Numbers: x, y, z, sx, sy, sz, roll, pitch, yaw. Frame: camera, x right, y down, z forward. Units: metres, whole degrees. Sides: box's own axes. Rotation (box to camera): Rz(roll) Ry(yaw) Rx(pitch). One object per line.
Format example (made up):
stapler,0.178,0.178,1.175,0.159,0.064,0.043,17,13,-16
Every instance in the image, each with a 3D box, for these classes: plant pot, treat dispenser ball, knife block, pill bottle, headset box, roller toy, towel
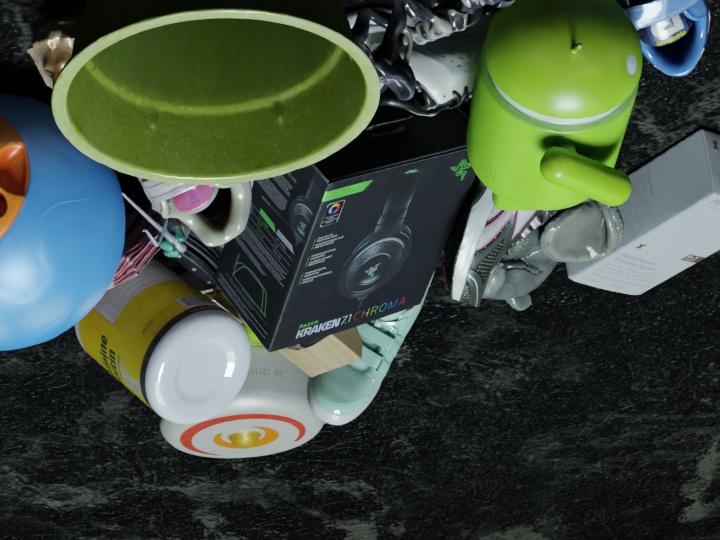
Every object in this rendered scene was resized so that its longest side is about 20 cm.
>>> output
plant pot,-0.096,-0.184,0.992,0.198,0.192,0.200,-6,155,-3
treat dispenser ball,-0.286,-0.038,1.247,0.199,0.203,0.201,-5,155,-2
knife block,-0.093,0.014,1.452,0.064,0.202,0.175,-21,-179,31
pill bottle,-0.198,0.053,1.472,0.112,0.113,0.200,21,-172,-45
headset box,-0.007,-0.053,1.287,0.173,0.093,0.201,-16,142,-37
roller toy,-0.129,0.126,1.714,0.181,0.141,0.200,-11,155,12
towel,-0.226,-0.017,1.403,0.199,0.144,0.023,-23,112,41

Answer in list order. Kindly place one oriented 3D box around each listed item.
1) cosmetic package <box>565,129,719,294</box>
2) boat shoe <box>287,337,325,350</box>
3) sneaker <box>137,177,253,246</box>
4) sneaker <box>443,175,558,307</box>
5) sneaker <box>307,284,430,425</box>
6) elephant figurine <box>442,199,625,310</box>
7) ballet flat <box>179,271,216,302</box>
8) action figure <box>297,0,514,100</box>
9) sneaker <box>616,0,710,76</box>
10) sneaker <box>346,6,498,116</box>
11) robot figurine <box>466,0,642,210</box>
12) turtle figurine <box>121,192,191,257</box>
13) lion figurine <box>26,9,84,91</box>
cosmetic package,0.296,-0.052,1.513,0.101,0.075,0.200,10,152,-33
boat shoe,0.000,0.000,1.434,0.073,0.200,0.075,11,136,42
sneaker,-0.130,-0.091,1.139,0.081,0.089,0.200,-27,138,15
sneaker,0.130,-0.057,1.314,0.086,0.080,0.201,16,110,-7
sneaker,0.010,0.051,1.558,0.073,0.201,0.119,27,148,6
elephant figurine,0.171,-0.063,1.412,0.199,0.142,0.155,-33,176,18
ballet flat,-0.092,0.032,1.591,0.198,0.070,0.070,-1,155,-6
action figure,0.047,-0.201,1.080,0.118,0.200,0.102,1,131,53
sneaker,0.213,-0.214,1.133,0.073,0.083,0.200,-14,152,19
sneaker,0.077,-0.155,1.233,0.198,0.081,0.074,-3,153,-12
robot figurine,0.139,-0.124,1.146,0.114,0.177,0.201,-1,146,-4
turtle figurine,-0.109,-0.083,1.316,0.150,0.101,0.199,-45,143,18
lion figurine,-0.138,-0.170,1.174,0.199,0.073,0.123,-26,132,8
